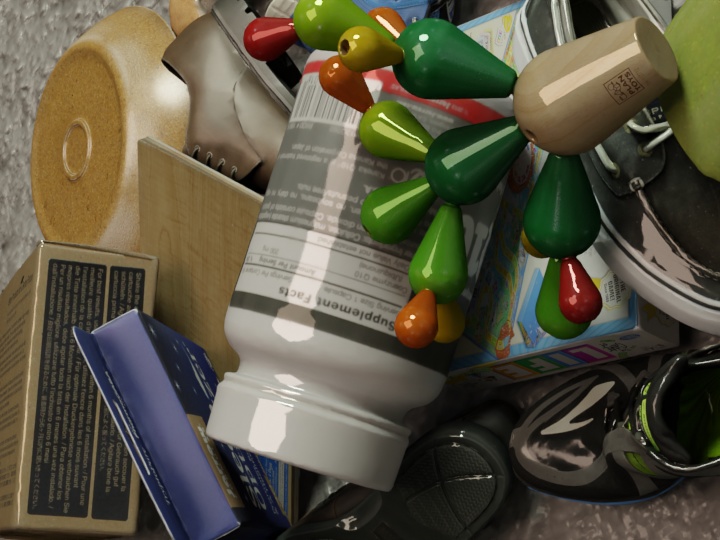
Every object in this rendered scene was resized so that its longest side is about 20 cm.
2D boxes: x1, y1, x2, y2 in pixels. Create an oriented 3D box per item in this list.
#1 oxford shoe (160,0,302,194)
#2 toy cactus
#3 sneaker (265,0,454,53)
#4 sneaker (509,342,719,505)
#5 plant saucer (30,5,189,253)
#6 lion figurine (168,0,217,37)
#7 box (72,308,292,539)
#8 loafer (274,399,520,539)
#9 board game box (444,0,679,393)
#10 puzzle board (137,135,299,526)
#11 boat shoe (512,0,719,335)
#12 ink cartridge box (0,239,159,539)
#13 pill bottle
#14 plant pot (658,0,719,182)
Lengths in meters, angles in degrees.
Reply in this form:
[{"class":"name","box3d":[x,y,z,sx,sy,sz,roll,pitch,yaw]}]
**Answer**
[{"class":"oxford shoe","box3d":[-0.054,-0.066,1.000,0.084,0.073,0.200,-34,62,3]},{"class":"toy cactus","box3d":[0.055,-0.054,0.731,0.165,0.102,0.200,-30,100,34]},{"class":"sneaker","box3d":[0.030,-0.183,0.965,0.200,0.089,0.079,-48,5,45]},{"class":"sneaker","box3d":[0.142,0.062,0.775,0.200,0.083,0.071,-15,66,45]},{"class":"plant saucer","box3d":[-0.175,-0.079,1.147,0.200,0.035,0.200,-7,81,55]},{"class":"lion figurine","box3d":[-0.090,-0.199,1.101,0.122,0.072,0.200,27,100,50]},{"class":"box","box3d":[-0.087,0.088,0.897,0.032,0.200,0.121,-28,78,3]},{"class":"loafer","box3d":[0.014,0.137,0.913,0.072,0.063,0.200,48,122,-3]},{"class":"board game box","box3d":[0.096,-0.047,0.880,0.134,0.034,0.200,-16,62,42]},{"class":"puzzle board","box3d":[-0.080,0.036,1.001,0.151,0.017,0.200,28,127,43]},{"class":"boat shoe","box3d":[0.126,-0.062,0.777,0.200,0.072,0.071,59,161,25]},{"class":"ink cartridge box","box3d":[-0.181,0.081,1.048,0.200,0.075,0.165,153,123,-70]},{"class":"pill bottle","box3d":[0.000,0.000,0.848,0.114,0.114,0.200,12,82,47]},{"class":"plant pot","box3d":[0.223,-0.109,0.692,0.190,0.200,0.200,-48,48,42]}]
